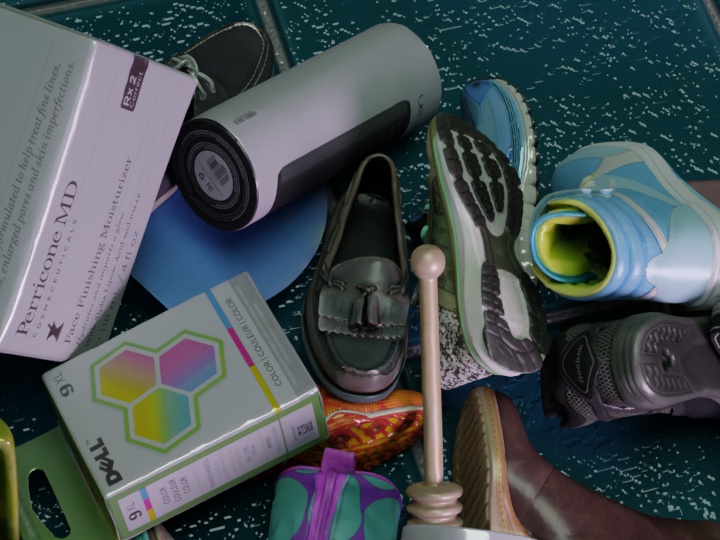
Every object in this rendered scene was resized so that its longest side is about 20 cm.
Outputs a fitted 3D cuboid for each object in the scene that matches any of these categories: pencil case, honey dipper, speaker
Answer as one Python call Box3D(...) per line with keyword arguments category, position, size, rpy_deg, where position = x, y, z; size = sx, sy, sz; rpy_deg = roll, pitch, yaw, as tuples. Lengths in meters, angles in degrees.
Box3D(category="pencil case", position=(-0.030, 0.218, 1.333), size=(0.084, 0.093, 0.201), rpy_deg=(5, 58, 11))
Box3D(category="honey dipper", position=(0.047, 0.084, 1.385), size=(0.038, 0.038, 0.202), rpy_deg=(-1, 98, -7))
Box3D(category="speaker", position=(-0.034, -0.101, 1.486), size=(0.081, 0.081, 0.200), rpy_deg=(43, 45, 17))

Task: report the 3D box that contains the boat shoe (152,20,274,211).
Box3D(category="boat shoe", position=(-0.118, -0.110, 1.482), size=(0.072, 0.063, 0.200), rpy_deg=(34, 57, 9))

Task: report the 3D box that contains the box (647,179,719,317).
Box3D(category="box", position=(0.297, -0.007, 1.509), size=(0.198, 0.075, 0.101), rpy_deg=(-3, 62, -10))

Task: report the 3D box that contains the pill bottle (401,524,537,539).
Box3D(category="pill bottle", position=(0.056, 0.254, 1.279), size=(0.111, 0.112, 0.202), rpy_deg=(7, 80, -3))

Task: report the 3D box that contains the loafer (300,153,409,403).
Box3D(category="loafer", position=(0.000, 0.000, 1.440), size=(0.071, 0.063, 0.201), rpy_deg=(7, 39, -4))

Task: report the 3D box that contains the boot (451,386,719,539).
Box3D(category="boot", position=(0.151, 0.167, 1.411), size=(0.165, 0.072, 0.201), rpy_deg=(1, 59, -20))

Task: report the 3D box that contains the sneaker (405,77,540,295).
Box3D(category="sneaker", position=(0.076, -0.047, 1.504), size=(0.089, 0.079, 0.201), rpy_deg=(1, 60, -2))

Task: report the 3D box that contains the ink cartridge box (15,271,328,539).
Box3D(category="ink cartridge box", position=(-0.130, 0.095, 1.347), size=(0.199, 0.059, 0.104), rpy_deg=(-26, 55, -10))

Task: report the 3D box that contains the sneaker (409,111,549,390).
Box3D(category="sneaker", position=(0.058, -0.011, 1.432), size=(0.077, 0.088, 0.201), rpy_deg=(22, 50, -41))

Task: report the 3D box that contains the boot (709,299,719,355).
Box3D(category="boot", position=(0.273, 0.128, 1.385), size=(0.203, 0.073, 0.154), rpy_deg=(43, 60, -31))

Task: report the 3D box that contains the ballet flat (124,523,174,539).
Box3D(category="ballet flat", position=(-0.120, 0.213, 1.329), size=(0.068, 0.067, 0.200), rpy_deg=(-47, 32, 14))

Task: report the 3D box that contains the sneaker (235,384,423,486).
Box3D(category="sneaker", position=(-0.048, 0.093, 1.414), size=(0.198, 0.073, 0.078), rpy_deg=(-5, 55, -12))

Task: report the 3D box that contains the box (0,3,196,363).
Box3D(category="box", position=(-0.240, -0.066, 1.372), size=(0.199, 0.131, 0.200), rpy_deg=(20, 93, 25))

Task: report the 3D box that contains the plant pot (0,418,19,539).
Box3D(category="plant pot", position=(-0.293, 0.181, 1.268), size=(0.198, 0.200, 0.183), rpy_deg=(8, 54, -1))

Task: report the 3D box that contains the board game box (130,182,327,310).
Box3D(category="board game box", position=(-0.122, -0.047, 1.504), size=(0.200, 0.039, 0.158), rpy_deg=(41, 58, 13))

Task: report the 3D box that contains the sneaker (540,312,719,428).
Box3D(category="sneaker", position=(0.192, 0.064, 1.436), size=(0.199, 0.114, 0.077), rpy_deg=(3, 84, -49))

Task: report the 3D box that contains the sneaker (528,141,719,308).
Box3D(category="sneaker", position=(0.148, -0.037, 1.432), size=(0.130, 0.080, 0.200), rpy_deg=(2, 18, -27))
